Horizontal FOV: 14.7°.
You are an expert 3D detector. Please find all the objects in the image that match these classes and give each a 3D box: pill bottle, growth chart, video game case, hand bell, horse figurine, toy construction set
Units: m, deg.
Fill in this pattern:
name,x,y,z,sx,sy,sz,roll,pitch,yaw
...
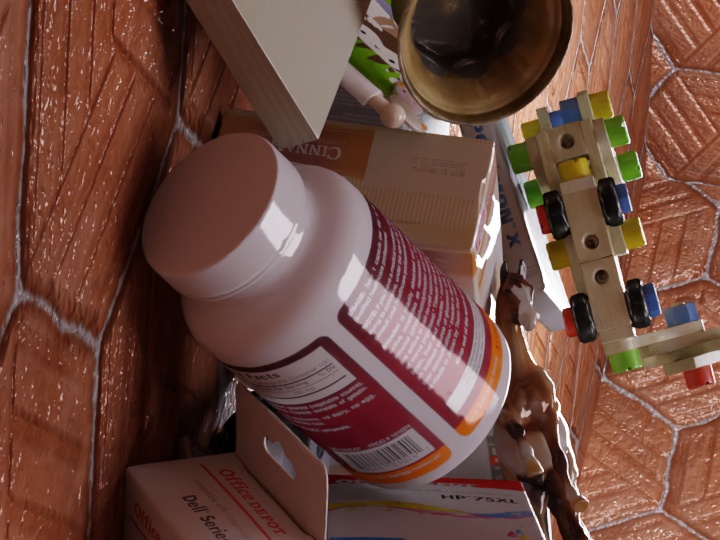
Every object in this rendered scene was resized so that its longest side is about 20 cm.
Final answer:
name,x,y,z,sx,sy,sz,roll,pitch,yaw
pill bottle,-0.018,0.019,1.429,0.200,0.113,0.113,44,49,-40
growth chart,-0.002,-0.137,1.553,0.018,0.145,0.200,-51,179,20
video game case,0.090,-0.059,1.747,0.200,0.022,0.183,36,36,-78
hand bell,0.026,-0.165,1.553,0.200,0.104,0.105,-135,-137,-55
horse figurine,0.105,0.108,1.586,0.200,0.050,0.133,70,2,-46
toy construction set,0.149,-0.012,1.670,0.201,0.092,0.131,61,5,5

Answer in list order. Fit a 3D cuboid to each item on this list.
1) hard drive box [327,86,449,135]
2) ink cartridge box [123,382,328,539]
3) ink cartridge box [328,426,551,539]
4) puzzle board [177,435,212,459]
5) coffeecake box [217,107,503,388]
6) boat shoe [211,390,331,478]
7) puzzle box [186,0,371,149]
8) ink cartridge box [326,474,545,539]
name,x,y,z,sx,sy,sz,roll,pitch,yaw
hard drive box,0.006,-0.103,1.750,0.156,0.076,0.201,-68,163,-52
ink cartridge box,-0.073,0.171,1.416,0.117,0.067,0.201,39,-49,55
ink cartridge box,0.028,0.103,1.668,0.050,0.161,0.201,134,-48,-82
puzzle board,-0.058,0.199,1.575,0.151,0.017,0.201,55,19,-76
coffeecake box,0.000,0.000,1.576,0.200,0.153,0.073,82,19,-59
boat shoe,-0.052,0.103,1.550,0.200,0.056,0.069,-43,133,-82
puzzle box,-0.037,-0.176,1.432,0.133,0.025,0.200,57,34,-31
ink cartridge box,0.034,0.156,1.466,0.200,0.116,0.068,-109,-158,-78
